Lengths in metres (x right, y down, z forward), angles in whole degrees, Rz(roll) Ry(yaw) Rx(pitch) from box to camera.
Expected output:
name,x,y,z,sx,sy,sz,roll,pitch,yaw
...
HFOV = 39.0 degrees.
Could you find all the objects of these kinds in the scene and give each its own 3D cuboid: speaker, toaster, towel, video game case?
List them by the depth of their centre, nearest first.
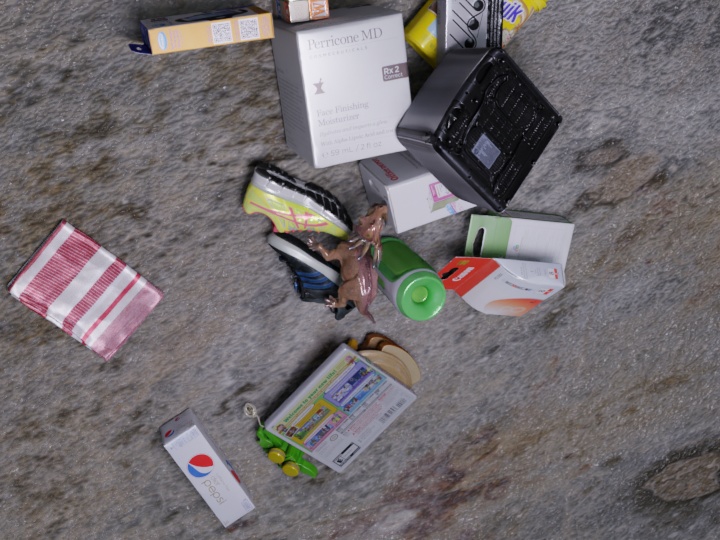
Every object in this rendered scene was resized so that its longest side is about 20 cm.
name,x,y,z,sx,sy,sz,roll,pitch,yaw
toaster,0.168,-0.211,1.475,0.200,0.118,0.182,39,80,-33
towel,-0.426,0.034,1.582,0.200,0.023,0.144,40,93,-26
speaker,0.068,0.010,1.636,0.088,0.200,0.089,-6,111,-16
video game case,-0.032,0.235,1.717,0.182,0.022,0.200,36,105,-32

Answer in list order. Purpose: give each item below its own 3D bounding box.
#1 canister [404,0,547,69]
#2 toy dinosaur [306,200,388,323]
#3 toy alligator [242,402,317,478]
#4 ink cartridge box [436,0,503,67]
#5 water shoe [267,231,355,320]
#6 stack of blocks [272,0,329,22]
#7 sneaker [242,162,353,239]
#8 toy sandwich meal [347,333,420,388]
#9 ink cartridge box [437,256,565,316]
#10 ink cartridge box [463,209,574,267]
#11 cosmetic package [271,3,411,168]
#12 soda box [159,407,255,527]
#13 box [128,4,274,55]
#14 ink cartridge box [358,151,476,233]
name,x,y,z,sx,sy,sz,roll,pitch,yaw
canister,0.178,-0.399,1.590,0.148,0.087,0.200,39,96,-27
toy dinosaur,0.000,0.000,1.585,0.085,0.135,0.202,-21,105,-37
toy alligator,-0.151,0.297,1.753,0.054,0.060,0.200,-21,123,36
ink cartridge box,0.165,-0.341,1.538,0.093,0.044,0.202,-7,115,-14
water shoe,-0.082,0.014,1.661,0.199,0.072,0.079,35,98,-25
stack of blocks,-0.096,-0.466,1.459,0.058,0.115,0.202,-11,112,-14
sneaker,-0.101,-0.093,1.622,0.199,0.078,0.091,27,113,-23
toy sandwich meal,0.001,0.199,1.761,0.203,0.070,0.207,-8,122,-13
ink cartridge box,0.222,0.029,1.721,0.198,0.162,0.051,1,69,-20
ink cartridge box,0.262,-0.047,1.758,0.198,0.059,0.105,4,108,-19
cosmetic package,-0.028,-0.280,1.520,0.163,0.165,0.202,-14,113,-15
soda box,-0.258,0.334,1.720,0.063,0.068,0.201,-32,115,-5
box,-0.232,-0.345,1.455,0.198,0.119,0.042,-10,112,-15
ink cartridge box,0.114,-0.148,1.625,0.198,0.145,0.085,-18,117,-11
